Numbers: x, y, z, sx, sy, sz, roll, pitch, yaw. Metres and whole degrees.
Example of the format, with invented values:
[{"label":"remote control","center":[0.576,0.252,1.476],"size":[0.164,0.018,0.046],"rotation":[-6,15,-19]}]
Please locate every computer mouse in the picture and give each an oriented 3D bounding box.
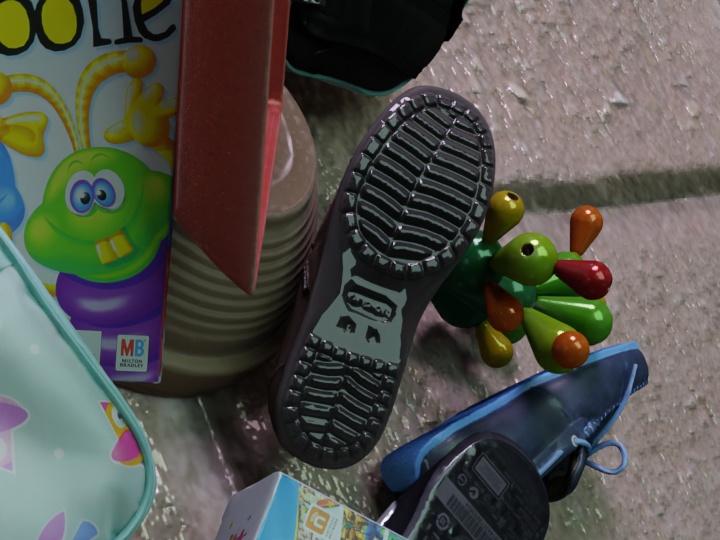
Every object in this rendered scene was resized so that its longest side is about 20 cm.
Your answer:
[{"label":"computer mouse","center":[0.000,0.141,0.832],"size":[0.140,0.046,0.200],"rotation":[44,60,-18]}]

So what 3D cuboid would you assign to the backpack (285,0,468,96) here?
[{"label":"backpack","center":[-0.011,-0.193,0.981],"size":[0.153,0.176,0.200],"rotation":[31,9,29]}]

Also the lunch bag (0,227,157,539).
[{"label":"lunch bag","center":[-0.185,0.074,0.613],"size":[0.200,0.077,0.161],"rotation":[-36,101,-23]}]

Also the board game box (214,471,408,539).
[{"label":"board game box","center":[0.012,0.199,0.747],"size":[0.199,0.064,0.148],"rotation":[29,63,-15]}]

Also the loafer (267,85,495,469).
[{"label":"loafer","center":[0.000,0.000,0.866],"size":[0.073,0.071,0.201],"rotation":[30,74,-15]}]

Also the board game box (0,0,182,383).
[{"label":"board game box","center":[-0.124,-0.066,0.718],"size":[0.102,0.201,0.105],"rotation":[3,10,-8]}]

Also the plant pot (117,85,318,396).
[{"label":"plant pot","center":[-0.087,-0.047,0.861],"size":[0.200,0.093,0.202],"rotation":[26,47,-32]}]

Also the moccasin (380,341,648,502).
[{"label":"moccasin","center":[0.090,0.098,0.966],"size":[0.199,0.080,0.068],"rotation":[-24,86,-37]}]

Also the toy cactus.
[{"label":"toy cactus","center":[0.060,-0.003,0.953],"size":[0.164,0.103,0.200],"rotation":[15,0,3]}]

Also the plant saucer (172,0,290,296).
[{"label":"plant saucer","center":[-0.046,-0.122,0.703],"size":[0.036,0.201,0.200],"rotation":[5,26,-1]}]
